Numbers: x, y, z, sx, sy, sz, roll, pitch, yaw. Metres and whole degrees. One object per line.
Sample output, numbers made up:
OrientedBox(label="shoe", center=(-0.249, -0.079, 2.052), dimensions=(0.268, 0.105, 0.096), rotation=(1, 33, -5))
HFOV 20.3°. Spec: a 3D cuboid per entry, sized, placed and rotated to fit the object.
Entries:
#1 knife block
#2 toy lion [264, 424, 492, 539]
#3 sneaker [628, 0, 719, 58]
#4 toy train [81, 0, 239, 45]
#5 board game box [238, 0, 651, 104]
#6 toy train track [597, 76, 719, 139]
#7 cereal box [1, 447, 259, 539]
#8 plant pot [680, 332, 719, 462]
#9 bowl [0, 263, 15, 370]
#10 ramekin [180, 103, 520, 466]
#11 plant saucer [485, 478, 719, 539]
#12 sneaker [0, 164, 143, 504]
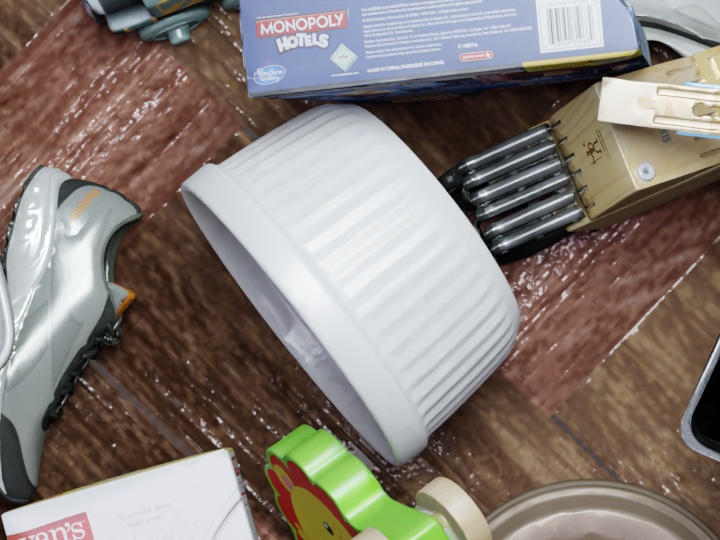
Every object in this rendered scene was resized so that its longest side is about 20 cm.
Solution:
OrientedBox(label="knife block", center=(0.149, -0.064, 1.154), dimensions=(0.200, 0.176, 0.064), rotation=(-19, 84, -22))
OrientedBox(label="toy lion", center=(0.022, 0.180, 1.126), dimensions=(0.069, 0.192, 0.200), rotation=(-34, 106, -19))
OrientedBox(label="sneaker", center=(0.177, -0.183, 1.148), dimensions=(0.200, 0.115, 0.076), rotation=(17, 49, -2))
OrientedBox(label="toy train", center=(-0.074, -0.195, 1.173), dimensions=(0.200, 0.114, 0.085), rotation=(-19, 86, 3))
OrientedBox(label="board game box", center=(0.054, -0.129, 1.095), dimensions=(0.200, 0.200, 0.062), rotation=(-5, 92, 10))
OrientedBox(label="toy train track", center=(0.221, -0.076, 1.018), dimensions=(0.200, 0.033, 0.115), rotation=(7, 95, 10))
OrientedBox(label="cereal box", center=(-0.118, 0.219, 1.198), dimensions=(0.144, 0.040, 0.200), rotation=(-17, 87, 2))
OrientedBox(label="plant pot", center=(0.295, 0.040, 1.108), dimensions=(0.200, 0.177, 0.200), rotation=(24, 89, 4))
OrientedBox(label="bowl", center=(-0.293, -0.003, 1.089), dimensions=(0.200, 0.075, 0.200), rotation=(-20, 87, 2))
OrientedBox(label="ramekin", center=(0.000, 0.000, 1.124), dimensions=(0.105, 0.200, 0.200), rotation=(-38, 86, -7))
OrientedBox(label="plant saucer", center=(0.137, 0.224, 1.187), dimensions=(0.200, 0.029, 0.200), rotation=(0, 88, 3))
OrientedBox(label="sneaker", center=(-0.180, 0.041, 1.194), dimensions=(0.079, 0.074, 0.200), rotation=(12, 88, -1))
